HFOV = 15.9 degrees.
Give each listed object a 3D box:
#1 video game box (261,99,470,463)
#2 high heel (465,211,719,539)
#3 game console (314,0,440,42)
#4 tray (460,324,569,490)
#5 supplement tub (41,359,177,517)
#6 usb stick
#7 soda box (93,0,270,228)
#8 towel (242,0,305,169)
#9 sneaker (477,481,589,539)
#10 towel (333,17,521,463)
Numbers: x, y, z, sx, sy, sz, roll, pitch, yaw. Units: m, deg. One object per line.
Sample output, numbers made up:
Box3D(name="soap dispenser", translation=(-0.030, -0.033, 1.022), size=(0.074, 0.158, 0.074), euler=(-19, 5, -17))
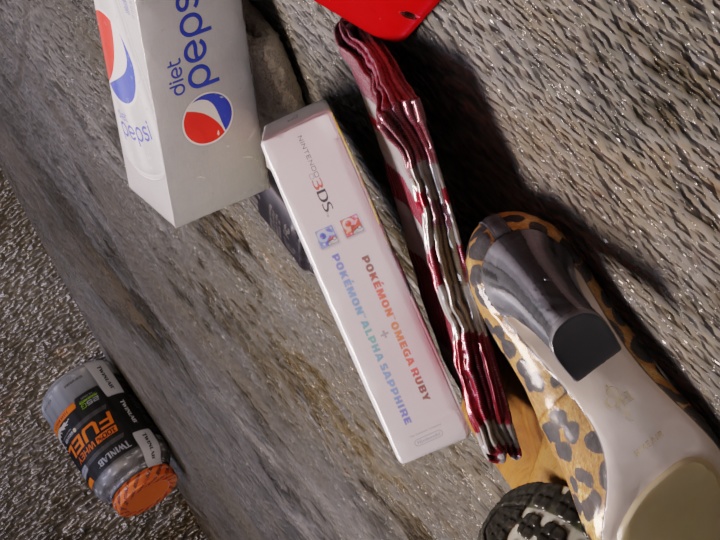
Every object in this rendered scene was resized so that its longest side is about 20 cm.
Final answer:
Box3D(name="video game box", translation=(0.000, 0.000, 1.394), size=(0.200, 0.047, 0.183), euler=(-107, -5, -85))
Box3D(name="high heel", translation=(0.112, 0.066, 1.198), size=(0.201, 0.071, 0.143), euler=(64, 177, -28))
Box3D(name="game console", translation=(-0.024, -0.203, 1.157), size=(0.200, 0.118, 0.173), euler=(147, 122, -79))
Box3D(name="tray", translation=(0.097, 0.081, 1.361), size=(0.099, 0.037, 0.200), euler=(55, 168, 14))
Box3D(name="supplement tub", translation=(-0.344, 0.234, 3.557), size=(0.200, 0.122, 0.123), euler=(53, 168, 22))
Box3D(name="usb stick", translation=(-0.077, -0.081, 1.704), size=(0.200, 0.033, 0.056), euler=(53, 161, 27))
Box3D(name="soda box", translation=(-0.107, -0.130, 1.472), size=(0.063, 0.068, 0.201), euler=(39, 146, 48))
Box3D(name="towel", translation=(-0.089, -0.141, 1.582), size=(0.200, 0.034, 0.133), euler=(48, 166, 43))
Box3D(name="sneaker", translation=(0.140, 0.180, 1.296), size=(0.200, 0.077, 0.089), euler=(34, 173, 36))
Box3D(name="towel", translation=(0.031, -0.016, 1.274), size=(0.144, 0.023, 0.201), euler=(-115, 7, -66))
